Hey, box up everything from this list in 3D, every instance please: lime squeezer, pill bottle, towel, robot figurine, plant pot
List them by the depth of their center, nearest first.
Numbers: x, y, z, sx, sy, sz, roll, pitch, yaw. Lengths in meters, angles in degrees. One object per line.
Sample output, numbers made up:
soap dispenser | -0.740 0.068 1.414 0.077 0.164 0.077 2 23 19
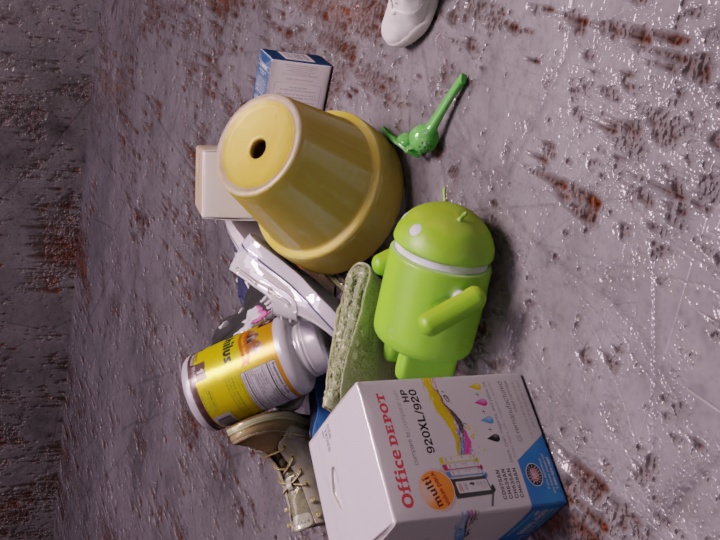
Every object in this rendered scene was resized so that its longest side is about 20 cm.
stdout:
robot figurine | 0.080 0.018 1.080 0.176 0.113 0.204 -124 43 -62
towel | 0.017 0.106 1.140 0.036 0.149 0.203 -14 47 30
lime squeezer | 0.065 -0.171 1.205 0.199 0.037 0.072 158 111 -63
plant pot | -0.074 -0.119 1.234 0.198 0.188 0.205 -13 66 30
pill bottle | -0.134 0.132 1.344 0.109 0.197 0.111 -23 -91 -79

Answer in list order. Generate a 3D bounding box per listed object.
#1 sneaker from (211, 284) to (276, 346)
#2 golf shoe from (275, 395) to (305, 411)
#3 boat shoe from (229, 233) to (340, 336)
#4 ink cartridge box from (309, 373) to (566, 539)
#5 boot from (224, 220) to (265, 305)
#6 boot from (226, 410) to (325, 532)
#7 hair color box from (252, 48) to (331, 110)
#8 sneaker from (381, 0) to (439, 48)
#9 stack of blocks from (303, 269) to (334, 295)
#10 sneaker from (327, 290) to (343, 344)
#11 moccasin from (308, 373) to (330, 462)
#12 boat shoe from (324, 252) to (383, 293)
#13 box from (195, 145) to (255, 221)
sneaker | -0.129 0.069 1.420 0.200 0.085 0.081 -42 42 32
golf shoe | -0.101 0.168 1.474 0.200 0.071 0.094 -108 -2 -71
boat shoe | -0.087 0.036 1.282 0.199 0.073 0.066 40 98 23
ink cartridge box | 0.071 0.204 1.001 0.145 0.196 0.150 -56 42 47
boot | -0.171 -0.018 1.505 0.091 0.071 0.202 -63 36 33
boot | -0.098 0.278 1.366 0.071 0.199 0.158 -22 68 29
hair color box | -0.115 -0.223 1.500 0.061 0.098 0.204 48 131 54
sneaker | 0.055 -0.343 1.172 0.200 0.087 0.077 -49 48 52
stack of blocks | -0.084 -0.003 1.476 0.115 0.057 0.205 25 111 62
sneaker | -0.002 0.101 1.291 0.202 0.072 0.072 -114 33 -41
moccasin | -0.033 0.214 1.366 0.202 0.079 0.069 -93 7 -45
boat shoe | 0.000 0.000 1.305 0.201 0.072 0.066 54 131 37
box | -0.190 -0.127 1.404 0.200 0.076 0.097 -148 60 -76
